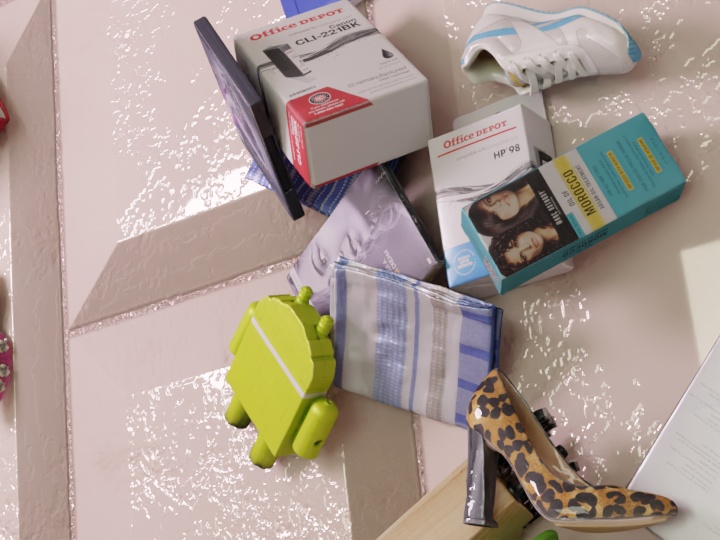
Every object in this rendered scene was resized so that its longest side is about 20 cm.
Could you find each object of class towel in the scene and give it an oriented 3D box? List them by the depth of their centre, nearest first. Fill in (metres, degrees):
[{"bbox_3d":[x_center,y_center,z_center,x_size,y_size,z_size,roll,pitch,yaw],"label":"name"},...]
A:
[{"bbox_3d":[0.050,0.077,1.431,0.198,0.024,0.149,16,116,30],"label":"towel"},{"bbox_3d":[-0.035,-0.138,1.586,0.199,0.024,0.146,25,93,36],"label":"towel"}]

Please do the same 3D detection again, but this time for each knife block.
[{"bbox_3d":[0.108,0.215,1.315,0.064,0.198,0.177,49,136,33],"label":"knife block"}]

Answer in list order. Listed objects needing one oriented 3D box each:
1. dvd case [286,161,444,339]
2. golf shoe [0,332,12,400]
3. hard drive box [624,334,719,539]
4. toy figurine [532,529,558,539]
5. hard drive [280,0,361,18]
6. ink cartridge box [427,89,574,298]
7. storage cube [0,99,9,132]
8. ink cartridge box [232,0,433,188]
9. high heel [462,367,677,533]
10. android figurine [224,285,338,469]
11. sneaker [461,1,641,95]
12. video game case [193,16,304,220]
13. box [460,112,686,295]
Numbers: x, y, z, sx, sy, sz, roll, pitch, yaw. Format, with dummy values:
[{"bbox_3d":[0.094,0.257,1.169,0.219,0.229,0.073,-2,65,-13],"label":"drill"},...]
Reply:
[{"bbox_3d":[0.000,0.000,1.495,0.201,0.016,0.150,-53,53,36],"label":"dvd case"},{"bbox_3d":[-0.504,0.095,1.835,0.091,0.075,0.203,-33,59,41],"label":"golf shoe"},{"bbox_3d":[0.341,0.165,1.219,0.155,0.076,0.202,37,100,35],"label":"hard drive box"},{"bbox_3d":[0.177,0.367,1.261,0.184,0.150,0.201,38,87,27],"label":"toy figurine"},{"bbox_3d":[-0.015,-0.370,1.626,0.199,0.025,0.133,-32,62,25],"label":"hard drive"},{"bbox_3d":[0.137,-0.086,1.427,0.115,0.066,0.203,-19,69,31],"label":"ink cartridge box"},{"bbox_3d":[-0.609,-0.209,1.900,0.180,0.199,0.172,-48,58,23],"label":"storage cube"},{"bbox_3d":[-0.032,-0.192,1.494,0.143,0.085,0.200,-21,41,-16],"label":"ink cartridge box"},{"bbox_3d":[0.182,0.155,1.244,0.197,0.071,0.145,-3,73,27],"label":"high heel"},{"bbox_3d":[-0.084,0.110,1.514,0.182,0.041,0.202,51,128,37],"label":"android figurine"},{"bbox_3d":[0.189,-0.212,1.407,0.199,0.077,0.081,13,64,45],"label":"sneaker"},{"bbox_3d":[-0.119,-0.161,1.528,0.019,0.201,0.143,-29,56,-6],"label":"video game case"},{"bbox_3d":[0.198,-0.063,1.330,0.198,0.049,0.083,-28,73,-5],"label":"box"}]
